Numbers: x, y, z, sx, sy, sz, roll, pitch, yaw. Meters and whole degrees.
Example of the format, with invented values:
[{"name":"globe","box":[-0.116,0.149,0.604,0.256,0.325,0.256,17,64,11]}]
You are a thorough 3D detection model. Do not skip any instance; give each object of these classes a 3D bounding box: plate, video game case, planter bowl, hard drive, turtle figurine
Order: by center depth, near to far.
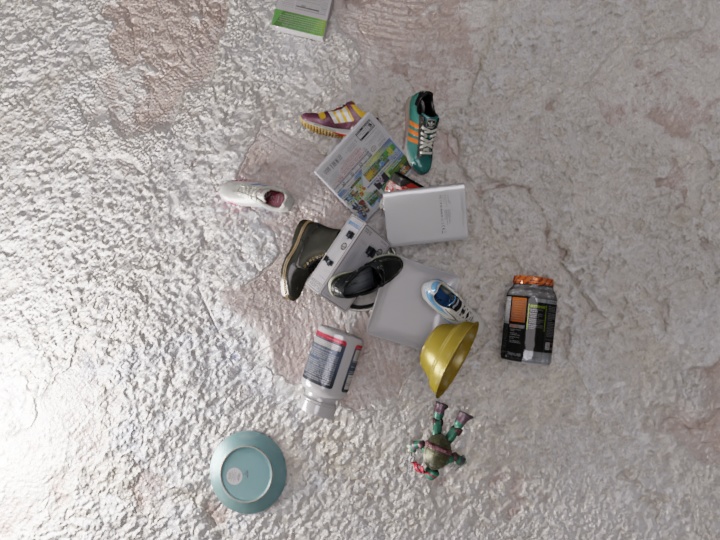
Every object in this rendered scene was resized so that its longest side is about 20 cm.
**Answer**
[{"name":"planter bowl","box":[0.195,0.190,1.548,0.082,0.200,0.203,29,88,20]},{"name":"turtle figurine","box":[0.190,0.426,1.576,0.147,0.101,0.204,22,82,4]},{"name":"hard drive","box":[0.157,-0.132,1.585,0.195,0.026,0.135,-6,105,4]},{"name":"plate","box":[0.126,0.082,1.608,0.196,0.032,0.204,17,89,-14]},{"name":"video game case","box":[0.014,-0.252,1.627,0.200,0.022,0.182,-47,109,-1]},{"name":"plate","box":[-0.280,0.502,1.632,0.195,0.026,0.206,0,87,3]}]

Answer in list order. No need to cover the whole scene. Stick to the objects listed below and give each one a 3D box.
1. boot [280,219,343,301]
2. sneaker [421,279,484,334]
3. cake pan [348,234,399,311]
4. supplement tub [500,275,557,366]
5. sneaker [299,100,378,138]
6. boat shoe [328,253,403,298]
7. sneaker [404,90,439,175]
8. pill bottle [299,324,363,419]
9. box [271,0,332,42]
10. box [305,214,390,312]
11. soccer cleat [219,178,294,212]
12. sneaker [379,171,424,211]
[{"name":"boot","box":[-0.113,-0.018,1.597,0.136,0.077,0.205,11,88,36]},{"name":"sneaker","box":[0.229,0.094,1.581,0.199,0.072,0.073,38,79,-20]},{"name":"cake pan","box":[0.000,0.000,1.638,0.195,0.037,0.206,0,86,4]},{"name":"supplement tub","box":[0.401,0.118,1.565,0.119,0.123,0.205,7,87,4]},{"name":"sneaker","box":[-0.052,-0.382,1.649,0.195,0.075,0.092,12,89,-5]},{"name":"boat shoe","box":[0.024,0.017,1.516,0.196,0.066,0.076,-15,110,-25]},{"name":"sneaker","box":[0.153,-0.341,1.618,0.070,0.079,0.205,-3,85,-30]},{"name":"pill bottle","box":[-0.076,0.244,1.588,0.117,0.120,0.204,19,87,4]},{"name":"box","box":[-0.138,-0.702,1.691,0.141,0.036,0.205,14,86,4]},{"name":"box","box":[-0.028,-0.015,1.560,0.060,0.116,0.202,32,89,44]},{"name":"soccer cleat","box":[-0.262,-0.192,1.641,0.195,0.086,0.072,10,87,4]},{"name":"sneaker","box":[0.143,-0.150,1.630,0.198,0.067,0.109,28,107,-8]}]
